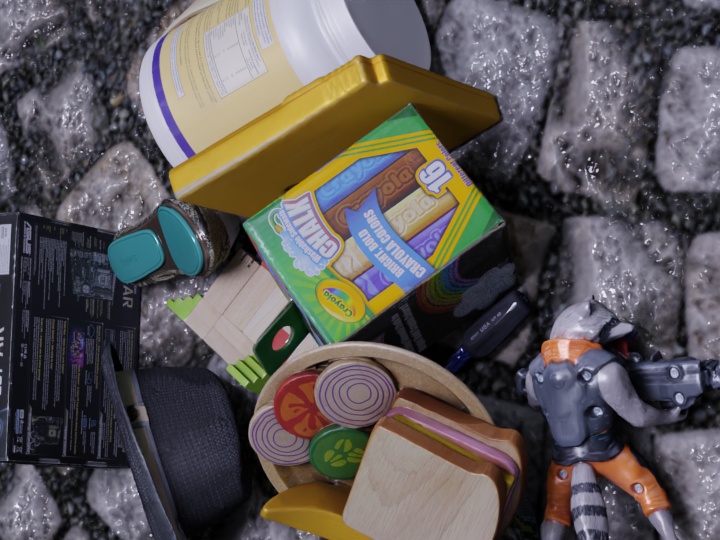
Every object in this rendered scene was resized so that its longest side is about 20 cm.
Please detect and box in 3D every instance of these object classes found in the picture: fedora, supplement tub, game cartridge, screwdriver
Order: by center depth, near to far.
[{"bbox_3d":[-0.018,-0.096,1.599,0.199,0.176,0.033,-30,67,28],"label":"game cartridge"},{"bbox_3d":[0.059,0.087,1.611,0.029,0.028,0.200,42,112,1],"label":"screwdriver"},{"bbox_3d":[-0.059,-0.159,1.655,0.199,0.145,0.147,-27,69,28],"label":"supplement tub"},{"bbox_3d":[-0.140,0.141,1.690,0.091,0.201,0.202,-18,69,-6],"label":"fedora"}]

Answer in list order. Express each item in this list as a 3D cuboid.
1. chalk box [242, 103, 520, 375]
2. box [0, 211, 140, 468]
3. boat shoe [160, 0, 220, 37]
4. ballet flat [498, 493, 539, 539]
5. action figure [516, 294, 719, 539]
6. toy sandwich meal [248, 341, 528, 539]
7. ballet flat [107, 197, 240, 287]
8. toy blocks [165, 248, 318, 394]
[{"bbox_3d":[0.000,0.000,1.554,0.199,0.125,0.124,-34,67,-5],"label":"chalk box"},{"bbox_3d":[-0.250,0.061,1.751,0.043,0.160,0.202,-3,82,33],"label":"box"},{"bbox_3d":[-0.091,-0.224,1.744,0.199,0.072,0.065,-35,28,31],"label":"boat shoe"},{"bbox_3d":[0.108,0.251,1.526,0.074,0.074,0.202,-28,68,29],"label":"ballet flat"},{"bbox_3d":[0.184,0.111,1.474,0.199,0.104,0.195,-15,84,35],"label":"action figure"},{"bbox_3d":[0.014,0.140,1.480,0.203,0.070,0.207,8,126,11],"label":"toy sandwich meal"},{"bbox_3d":[-0.141,-0.029,1.708,0.200,0.075,0.068,-14,99,63],"label":"ballet flat"},{"bbox_3d":[-0.041,0.036,1.659,0.200,0.100,0.137,40,95,32],"label":"toy blocks"}]
